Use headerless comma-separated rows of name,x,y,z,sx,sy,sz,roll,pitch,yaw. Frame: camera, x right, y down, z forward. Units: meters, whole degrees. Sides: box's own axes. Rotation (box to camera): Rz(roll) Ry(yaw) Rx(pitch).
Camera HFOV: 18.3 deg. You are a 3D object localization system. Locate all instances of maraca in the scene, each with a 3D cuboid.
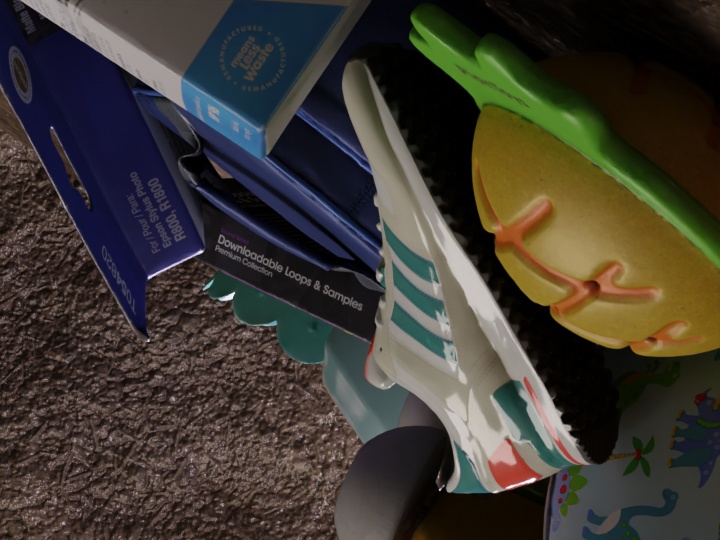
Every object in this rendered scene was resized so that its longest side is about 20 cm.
maraca,0.093,-0.037,0.870,0.200,0.107,0.137,40,173,-38

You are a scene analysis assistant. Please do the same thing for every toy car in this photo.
toy car,0.082,0.148,1.169,0.175,0.150,0.200,22,-148,13

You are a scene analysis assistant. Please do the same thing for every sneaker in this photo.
sneaker,0.027,0.006,0.944,0.200,0.093,0.070,61,-149,-3

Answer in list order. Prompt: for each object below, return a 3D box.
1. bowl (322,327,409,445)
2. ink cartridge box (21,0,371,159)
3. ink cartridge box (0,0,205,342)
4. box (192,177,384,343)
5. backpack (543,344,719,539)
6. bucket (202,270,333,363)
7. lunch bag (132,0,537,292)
bowl,0.052,0.077,1.333,0.201,0.105,0.201,52,-179,-2
ink cartridge box,-0.091,-0.151,0.915,0.200,0.116,0.068,33,173,2
ink cartridge box,-0.125,-0.102,1.083,0.200,0.040,0.200,-97,-12,-46
box,0.000,0.000,1.192,0.200,0.036,0.143,27,-165,26
backpack,0.180,0.116,0.962,0.200,0.184,0.147,-7,151,30
bucket,0.011,0.016,1.508,0.207,0.135,0.207,35,178,1
lunch bag,-0.007,-0.069,1.028,0.200,0.132,0.136,36,173,-21
